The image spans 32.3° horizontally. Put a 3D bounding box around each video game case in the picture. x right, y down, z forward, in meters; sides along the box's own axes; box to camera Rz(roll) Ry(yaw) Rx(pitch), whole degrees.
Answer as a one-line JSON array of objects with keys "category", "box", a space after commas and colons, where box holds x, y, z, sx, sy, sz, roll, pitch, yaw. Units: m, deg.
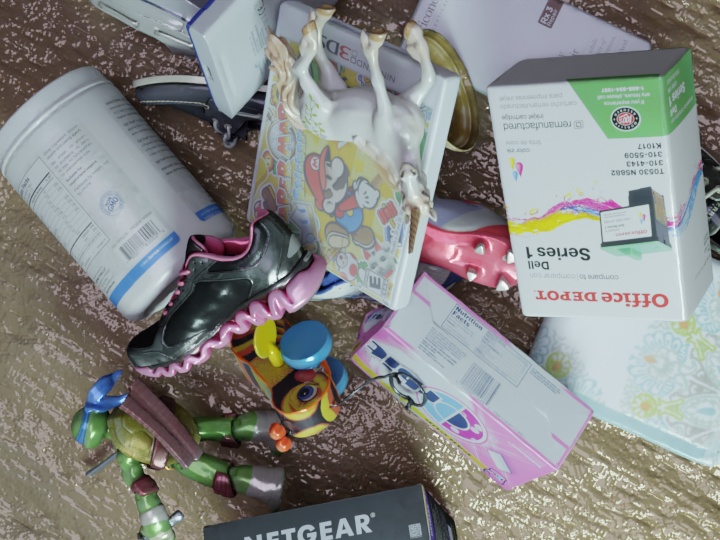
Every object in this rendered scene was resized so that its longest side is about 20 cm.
[{"category": "video game case", "box": [-0.013, -0.095, 1.016, 0.181, 0.023, 0.202, 31, 122, 33]}]

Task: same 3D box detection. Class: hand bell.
[{"category": "hand bell", "box": [-0.009, -0.121, 1.061, 0.198, 0.104, 0.105, -18, 93, 32]}]

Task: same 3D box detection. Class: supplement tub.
[{"category": "supplement tub", "box": [-0.220, -0.067, 1.119, 0.132, 0.132, 0.200, -41, 87, 11]}]

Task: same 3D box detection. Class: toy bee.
[{"category": "toy bee", "box": [-0.058, 0.097, 1.080, 0.109, 0.199, 0.131, -44, 115, -24]}]

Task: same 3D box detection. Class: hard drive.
[{"category": "hard drive", "box": [-0.061, -0.235, 1.041, 0.025, 0.132, 0.200, 35, 75, 17]}]

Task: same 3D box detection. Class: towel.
[{"category": "towel", "box": [0.262, 0.061, 1.097, 0.198, 0.048, 0.173, 24, 96, 6]}]

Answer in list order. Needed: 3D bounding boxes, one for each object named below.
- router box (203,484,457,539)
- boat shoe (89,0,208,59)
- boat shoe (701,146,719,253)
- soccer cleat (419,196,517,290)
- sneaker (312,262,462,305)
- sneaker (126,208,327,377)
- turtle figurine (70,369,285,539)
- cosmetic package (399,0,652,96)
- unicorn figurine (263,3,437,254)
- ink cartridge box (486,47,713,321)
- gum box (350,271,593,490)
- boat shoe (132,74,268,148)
[{"category": "router box", "box": [-0.020, 0.249, 1.103, 0.198, 0.157, 0.053, -13, 65, 11]}, {"category": "boat shoe", "box": [-0.155, -0.226, 1.127, 0.198, 0.072, 0.066, 23, 133, -9]}, {"category": "boat shoe", "box": [0.289, -0.060, 1.040, 0.199, 0.064, 0.071, 30, 102, -14]}, {"category": "soccer cleat", "box": [0.056, -0.042, 1.078, 0.198, 0.077, 0.067, 20, 119, 5]}, {"category": "sneaker", "box": [0.000, 0.000, 1.112, 0.198, 0.088, 0.076, -6, 93, 8]}, {"category": "sneaker", "box": [-0.128, 0.015, 1.046, 0.199, 0.079, 0.096, -30, 111, 19]}, {"category": "turtle figurine", "box": [-0.169, 0.184, 1.143, 0.192, 0.144, 0.202, 6, 103, -7]}, {"category": "cosmetic package", "box": [0.142, -0.192, 1.078, 0.198, 0.074, 0.103, 25, 100, 5]}, {"category": "unicorn figurine", "box": [0.007, -0.119, 0.936, 0.073, 0.200, 0.139, -19, 122, -29]}, {"category": "ink cartridge box", "box": [0.194, -0.066, 0.993, 0.143, 0.084, 0.202, 1, 115, 31]}, {"category": "gum box", "box": [0.088, 0.096, 1.078, 0.200, 0.114, 0.066, 40, 66, -1]}, {"category": "boat shoe", "box": [-0.111, -0.141, 1.125, 0.197, 0.073, 0.064, 5, 97, 3]}]
